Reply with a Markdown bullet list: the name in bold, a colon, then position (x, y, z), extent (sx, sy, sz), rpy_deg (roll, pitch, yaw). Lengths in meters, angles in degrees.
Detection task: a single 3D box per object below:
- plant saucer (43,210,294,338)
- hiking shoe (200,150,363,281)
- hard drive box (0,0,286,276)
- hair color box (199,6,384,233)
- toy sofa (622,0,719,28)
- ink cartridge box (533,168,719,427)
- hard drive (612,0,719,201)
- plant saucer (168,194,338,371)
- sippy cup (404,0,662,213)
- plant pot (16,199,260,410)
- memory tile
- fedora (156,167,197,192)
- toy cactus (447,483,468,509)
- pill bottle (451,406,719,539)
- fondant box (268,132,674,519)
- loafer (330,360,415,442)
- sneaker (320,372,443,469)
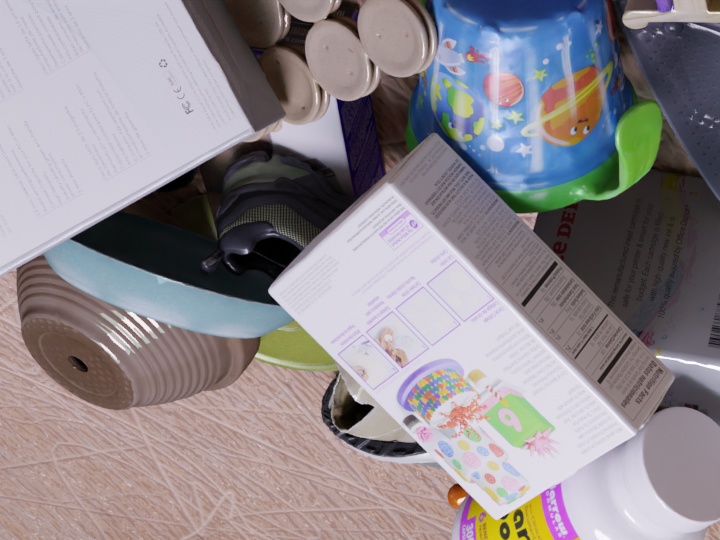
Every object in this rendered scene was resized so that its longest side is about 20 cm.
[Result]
- **plant saucer**: position (-0.128, 0.003, 1.487), extent (0.200, 0.036, 0.200), rpy_deg (19, -171, -3)
- **hiking shoe**: position (0.000, 0.000, 1.437), extent (0.200, 0.101, 0.076), rpy_deg (15, 147, -1)
- **hard drive box**: position (-0.171, -0.107, 1.330), extent (0.200, 0.077, 0.156), rpy_deg (-27, 94, 16)
- **hair color box**: position (-0.049, -0.088, 1.480), extent (0.109, 0.065, 0.200), rpy_deg (9, 143, 15)
- **toy sofa**: position (0.143, -0.222, 1.181), extent (0.097, 0.083, 0.200), rpy_deg (3, 143, 21)
- **ink cartridge box**: position (0.203, 0.036, 1.457), extent (0.200, 0.145, 0.145), rpy_deg (11, 146, 13)
- **hard drive**: position (0.243, -0.108, 1.327), extent (0.135, 0.042, 0.200), rpy_deg (-7, 137, 32)
- **plant saucer**: position (-0.058, 0.017, 1.661), extent (0.200, 0.031, 0.200), rpy_deg (14, 146, 10)
- **sippy cup**: position (0.090, -0.124, 1.297), extent (0.177, 0.140, 0.130), rpy_deg (7, 141, 12)
- **plant pot**: position (-0.180, 0.036, 1.653), extent (0.201, 0.093, 0.201), rpy_deg (26, 149, 17)
- **memory tile**: position (-0.045, -0.161, 1.313), extent (0.200, 0.017, 0.154), rpy_deg (-18, 101, 49)
- **fedora**: position (-0.193, -0.105, 1.449), extent (0.200, 0.092, 0.201), rpy_deg (36, 156, 19)
- **toy cactus**: position (0.112, 0.085, 1.590), extent (0.102, 0.200, 0.165), rpy_deg (-15, 94, 47)
- **pill bottle**: position (0.148, 0.151, 1.422), extent (0.104, 0.104, 0.200), rpy_deg (30, 146, -16)
- **fondant box**: position (0.062, 0.036, 1.326), extent (0.200, 0.058, 0.144), rpy_deg (46, 139, -4)
- **loafer**: position (0.018, 0.058, 1.598), extent (0.068, 0.076, 0.200), rpy_deg (-13, 140, -17)
- **sneaker**: position (0.064, 0.123, 1.714), extent (0.200, 0.074, 0.079), rpy_deg (11, 162, 18)
